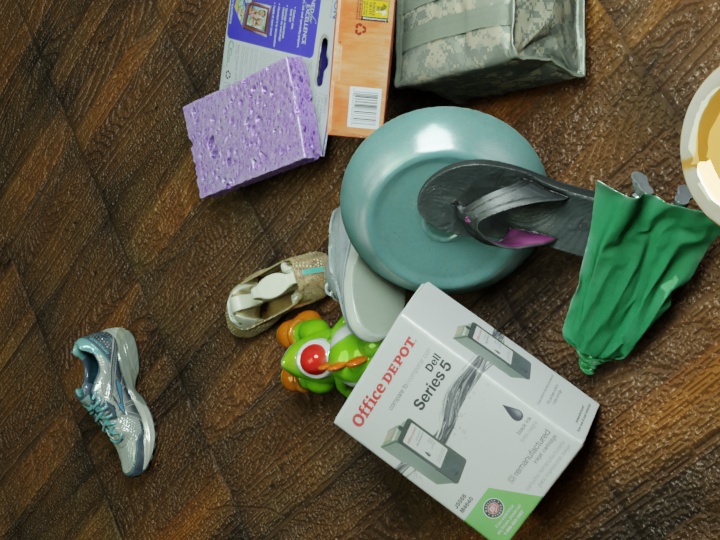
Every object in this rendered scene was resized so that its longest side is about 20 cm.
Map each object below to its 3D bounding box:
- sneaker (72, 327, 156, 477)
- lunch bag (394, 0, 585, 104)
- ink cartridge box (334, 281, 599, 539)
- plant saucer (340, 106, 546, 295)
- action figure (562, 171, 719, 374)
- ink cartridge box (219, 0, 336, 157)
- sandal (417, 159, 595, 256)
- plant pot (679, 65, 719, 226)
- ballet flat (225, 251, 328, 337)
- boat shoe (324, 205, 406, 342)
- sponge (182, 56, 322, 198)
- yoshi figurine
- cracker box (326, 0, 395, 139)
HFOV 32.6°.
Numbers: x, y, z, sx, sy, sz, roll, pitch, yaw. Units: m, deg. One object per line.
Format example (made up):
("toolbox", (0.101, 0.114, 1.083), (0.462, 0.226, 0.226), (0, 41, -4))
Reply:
("sneaker", (-0.333, 0.178, 1.625), (0.077, 0.086, 0.203), (-29, 72, 42))
("lunch bag", (0.119, -0.271, 1.130), (0.163, 0.116, 0.204), (-3, 82, 49))
("ink cartridge box", (0.096, 0.132, 1.139), (0.199, 0.084, 0.146), (35, 120, 6))
("plant saucer", (0.078, -0.052, 1.139), (0.201, 0.198, 0.036), (-57, 15, 30))
("action figure", (0.226, 0.013, 1.063), (0.116, 0.055, 0.202), (17, 126, 1))
("ink cartridge box", (-0.079, -0.243, 1.376), (0.199, 0.043, 0.201), (23, 110, 43))
("sandal", (0.146, -0.049, 1.080), (0.197, 0.048, 0.076), (10, 122, 6))
("plant pot", (0.328, -0.087, 0.879), (0.198, 0.182, 0.204), (3, 94, 44))
("ballet flat", (-0.110, 0.027, 1.408), (0.199, 0.065, 0.072), (-31, 71, 42))
("boat shoe", (-0.001, -0.001, 1.257), (0.071, 0.069, 0.203), (-40, 35, 37))
("sponge", (-0.124, -0.157, 1.382), (0.199, 0.030, 0.113), (-15, 84, 47))
("yoshi figurine", (-0.004, 0.084, 1.305), (0.199, 0.112, 0.113), (-6, 49, 58))
("cracker box", (0.003, -0.216, 1.194), (0.200, 0.057, 0.136), (-87, 2, -71))
